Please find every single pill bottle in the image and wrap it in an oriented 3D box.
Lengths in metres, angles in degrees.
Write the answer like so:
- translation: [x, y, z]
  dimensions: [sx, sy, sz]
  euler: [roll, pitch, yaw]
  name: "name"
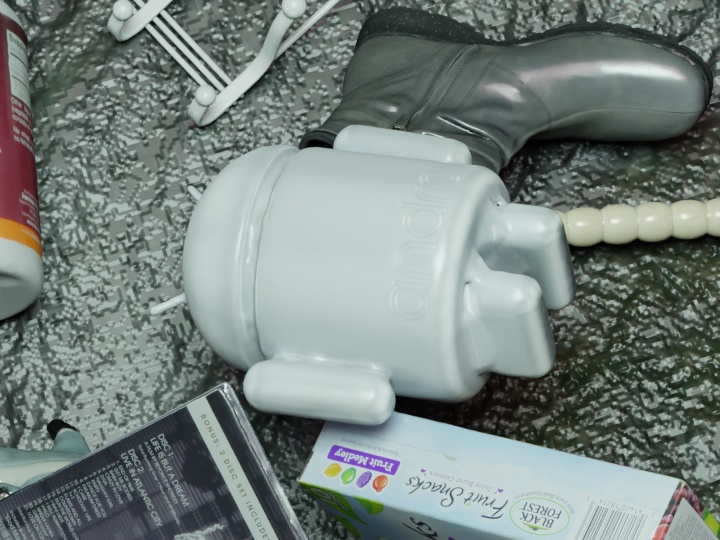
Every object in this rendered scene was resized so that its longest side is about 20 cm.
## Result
- translation: [-0.226, -0.079, 1.501]
  dimensions: [0.114, 0.114, 0.201]
  euler: [-6, 71, -3]
  name: "pill bottle"

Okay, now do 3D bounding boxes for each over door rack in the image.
- translation: [-0.060, -0.195, 1.572]
  dimensions: [0.200, 0.067, 0.148]
  euler: [-40, 77, -14]
  name: "over door rack"

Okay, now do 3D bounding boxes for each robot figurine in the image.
- translation: [0.000, 0.000, 1.391]
  dimensions: [0.199, 0.113, 0.170]
  euler: [6, 51, 18]
  name: "robot figurine"

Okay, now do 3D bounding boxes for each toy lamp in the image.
- translation: [0.122, -0.024, 1.520]
  dimensions: [0.199, 0.058, 0.059]
  euler: [-6, 71, -3]
  name: "toy lamp"

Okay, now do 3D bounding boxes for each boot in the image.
- translation: [0.076, -0.069, 1.500]
  dimensions: [0.199, 0.070, 0.132]
  euler: [4, 37, 13]
  name: "boot"

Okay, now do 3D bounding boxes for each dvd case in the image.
- translation: [-0.113, 0.163, 1.404]
  dimensions: [0.199, 0.016, 0.149]
  euler: [-28, 90, 19]
  name: "dvd case"

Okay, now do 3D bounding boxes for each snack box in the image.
- translation: [0.087, 0.131, 1.377]
  dimensions: [0.199, 0.142, 0.053]
  euler: [12, 65, 37]
  name: "snack box"

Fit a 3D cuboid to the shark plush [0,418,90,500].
- translation: [-0.158, 0.112, 1.481]
  dimensions: [0.199, 0.091, 0.083]
  euler: [8, 45, 17]
  name: "shark plush"
